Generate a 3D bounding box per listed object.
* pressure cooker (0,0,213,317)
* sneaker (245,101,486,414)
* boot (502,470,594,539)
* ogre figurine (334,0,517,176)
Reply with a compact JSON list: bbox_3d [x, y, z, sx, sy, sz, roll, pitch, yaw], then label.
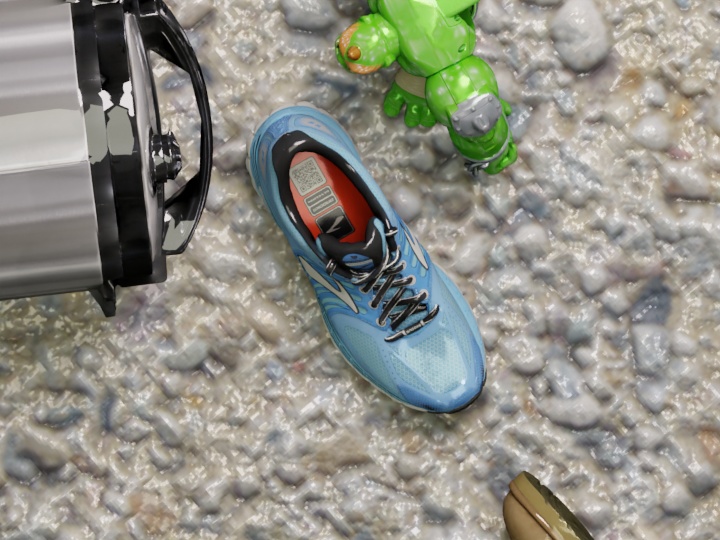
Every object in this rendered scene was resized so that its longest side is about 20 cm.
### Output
[{"bbox_3d":[-0.179,-0.068,1.544,0.199,0.176,0.179,-7,67,-4],"label":"pressure cooker"},{"bbox_3d":[0.000,0.000,1.603,0.078,0.090,0.200,-36,97,2],"label":"sneaker"},{"bbox_3d":[0.073,0.240,1.644,0.200,0.066,0.175,-37,95,3],"label":"boot"},{"bbox_3d":[0.031,-0.144,1.575,0.098,0.120,0.201,-9,96,-1],"label":"ogre figurine"}]
